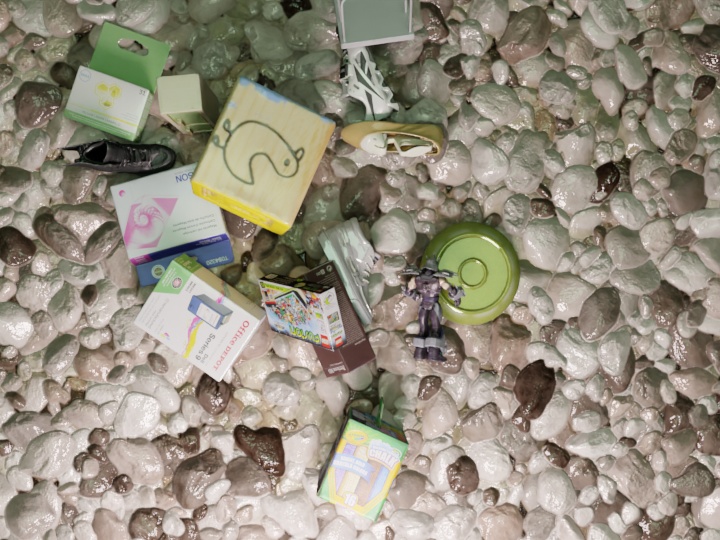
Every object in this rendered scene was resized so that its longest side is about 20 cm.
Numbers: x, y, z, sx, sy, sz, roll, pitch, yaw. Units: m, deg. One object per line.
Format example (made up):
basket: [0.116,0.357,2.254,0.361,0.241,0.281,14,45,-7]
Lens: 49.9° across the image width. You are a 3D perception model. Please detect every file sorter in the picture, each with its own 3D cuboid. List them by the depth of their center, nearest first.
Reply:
file sorter: [0.016,-0.532,1.411,0.137,0.125,0.202,-8,66,-1]

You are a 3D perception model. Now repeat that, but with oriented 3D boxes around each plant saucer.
plant saucer: [0.215,0.005,1.500,0.197,0.031,0.203,0,90,-1]

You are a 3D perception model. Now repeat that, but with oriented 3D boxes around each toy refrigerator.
toy refrigerator: [-0.308,-0.296,1.404,0.075,0.200,0.071,-6,91,-2]

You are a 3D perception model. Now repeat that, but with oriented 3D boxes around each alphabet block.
alphabet block: [-0.178,-0.198,1.391,0.193,0.196,0.202,24,84,-7]

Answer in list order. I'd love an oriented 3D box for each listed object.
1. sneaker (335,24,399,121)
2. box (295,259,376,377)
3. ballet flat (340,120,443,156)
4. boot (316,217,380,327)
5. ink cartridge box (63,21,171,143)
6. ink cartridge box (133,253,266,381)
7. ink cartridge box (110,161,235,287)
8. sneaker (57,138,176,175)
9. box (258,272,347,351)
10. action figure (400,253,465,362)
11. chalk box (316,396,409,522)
sneaker: [-0.010,-0.373,1.472,0.088,0.074,0.202,-29,90,-3]
box: [-0.058,0.093,1.452,0.074,0.100,0.202,-26,91,-31]
ballet flat: [0.061,-0.248,1.472,0.197,0.069,0.064,-2,57,-1]
boot: [0.000,0.000,1.475,0.095,0.074,0.202,-27,95,-4]
ink cartridge box: [-0.463,-0.363,1.478,0.144,0.048,0.202,19,92,0]
ink cartridge box: [-0.298,0.088,1.453,0.199,0.088,0.146,35,98,-5]
ink cartridge box: [-0.359,-0.090,1.484,0.194,0.043,0.202,-16,89,-1]
sneaker: [-0.454,-0.212,1.449,0.197,0.104,0.061,-1,90,-1]
box: [-0.108,0.072,1.407,0.035,0.199,0.111,-25,112,-34]
action figure: [0.132,0.068,1.463,0.129,0.069,0.203,5,95,42]
chalk box: [0.013,0.339,1.451,0.123,0.124,0.202,25,91,-1]
